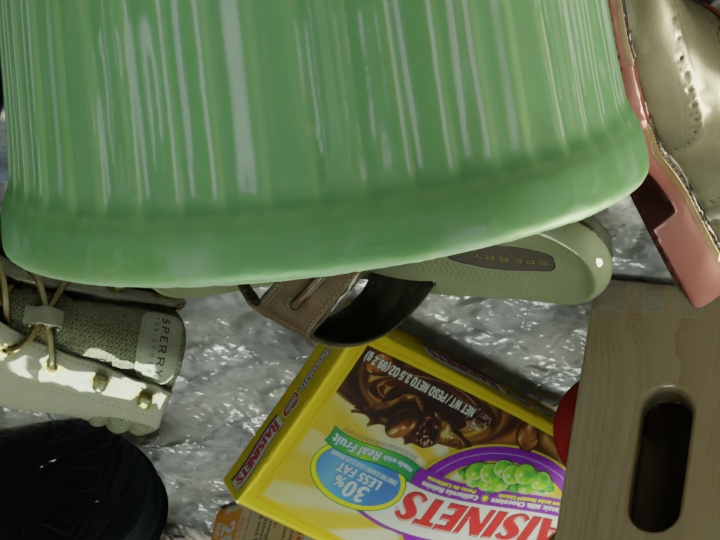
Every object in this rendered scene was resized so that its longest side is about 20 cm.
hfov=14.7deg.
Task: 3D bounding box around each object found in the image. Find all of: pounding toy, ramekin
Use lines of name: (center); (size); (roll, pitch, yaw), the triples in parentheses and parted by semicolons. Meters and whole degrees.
pounding toy: (0.117, 0.122, 1.157); (0.141, 0.201, 0.184); (6, 154, 13)
ramekin: (-0.016, -0.067, 0.843); (0.199, 0.098, 0.200); (-7, -167, 2)

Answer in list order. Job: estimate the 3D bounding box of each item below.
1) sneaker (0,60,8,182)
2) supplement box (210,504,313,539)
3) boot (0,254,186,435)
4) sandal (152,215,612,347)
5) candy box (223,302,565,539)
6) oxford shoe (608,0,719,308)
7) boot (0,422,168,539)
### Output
sneaker: (-0.107, -0.073, 0.947); (0.145, 0.078, 0.202); (-1, 173, 8)
supplement box: (-0.008, 0.169, 1.397); (0.073, 0.127, 0.200); (27, 150, -26)
boot: (-0.150, 0.015, 1.205); (0.154, 0.073, 0.200); (14, 160, -2)
sandal: (0.001, 0.000, 1.121); (0.200, 0.058, 0.080); (2, 153, 20)
candy box: (0.044, 0.098, 1.272); (0.199, 0.026, 0.102); (28, 106, -30)
oxford shoe: (0.113, -0.070, 0.945); (0.074, 0.071, 0.200); (-25, 142, 3)
boot: (-0.133, 0.151, 1.467); (0.199, 0.077, 0.168); (-3, 148, 42)
